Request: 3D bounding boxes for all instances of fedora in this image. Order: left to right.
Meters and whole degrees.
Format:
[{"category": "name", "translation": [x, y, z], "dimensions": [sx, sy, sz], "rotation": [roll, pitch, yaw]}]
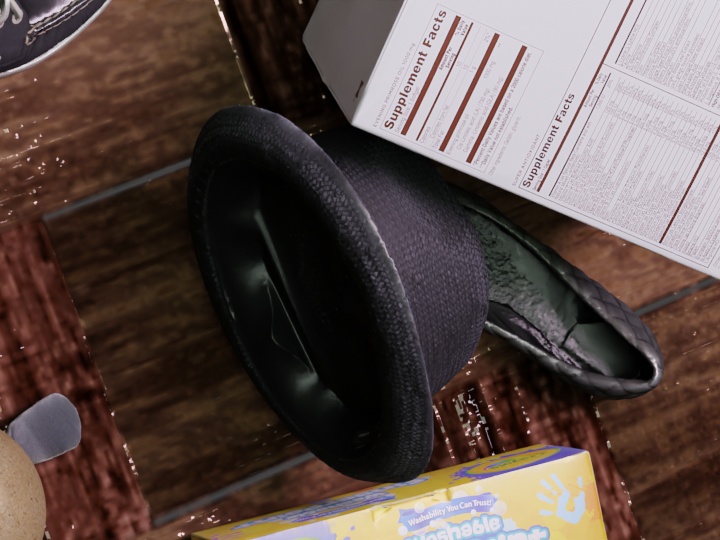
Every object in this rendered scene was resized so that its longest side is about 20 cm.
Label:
[{"category": "fedora", "translation": [0.000, 0.000, 1.078], "dimensions": [0.091, 0.200, 0.201], "rotation": [-29, 96, -29]}]

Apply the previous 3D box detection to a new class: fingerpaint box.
[{"category": "fingerpaint box", "translation": [0.031, 0.192, 1.127], "dimensions": [0.199, 0.073, 0.167], "rotation": [-13, 92, -18]}]

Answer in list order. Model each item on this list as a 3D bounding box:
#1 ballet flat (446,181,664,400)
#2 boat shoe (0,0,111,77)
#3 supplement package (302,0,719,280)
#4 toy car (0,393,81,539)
[{"category": "ballet flat", "translation": [0.075, 0.003, 1.156], "dimensions": [0.200, 0.057, 0.067], "rotation": [29, 84, -9]}, {"category": "boat shoe", "translation": [-0.201, -0.126, 1.076], "dimensions": [0.200, 0.060, 0.074], "rotation": [-22, 93, -17]}, {"category": "supplement package", "translation": [0.100, -0.120, 1.083], "dimensions": [0.200, 0.191, 0.147], "rotation": [22, 103, -15]}, {"category": "toy car", "translation": [-0.213, 0.114, 1.047], "dimensions": [0.200, 0.158, 0.165], "rotation": [-1, 92, -46]}]
